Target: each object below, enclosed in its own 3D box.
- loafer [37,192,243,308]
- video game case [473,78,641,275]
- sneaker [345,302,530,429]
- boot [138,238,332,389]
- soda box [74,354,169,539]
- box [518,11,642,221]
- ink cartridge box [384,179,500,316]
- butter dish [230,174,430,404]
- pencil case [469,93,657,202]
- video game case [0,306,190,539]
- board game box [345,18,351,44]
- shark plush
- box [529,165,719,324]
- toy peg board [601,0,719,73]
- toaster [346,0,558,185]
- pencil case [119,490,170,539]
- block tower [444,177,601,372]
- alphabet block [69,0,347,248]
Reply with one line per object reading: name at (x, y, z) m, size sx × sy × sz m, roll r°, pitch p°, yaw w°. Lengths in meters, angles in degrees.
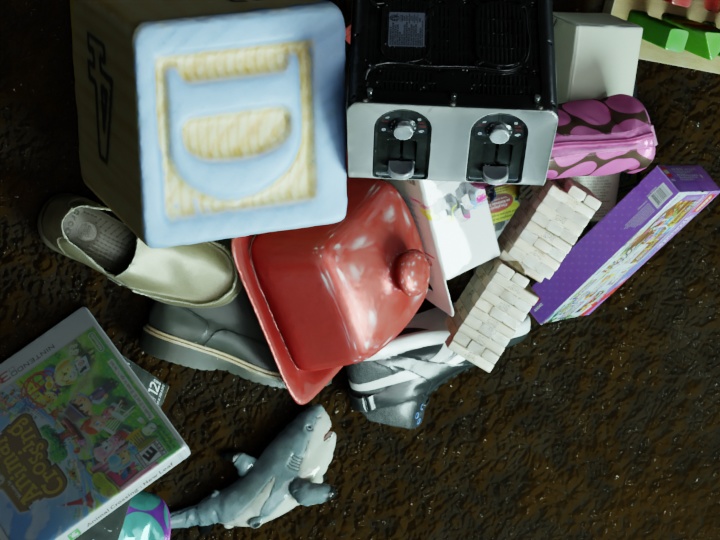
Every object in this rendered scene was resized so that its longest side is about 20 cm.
loafer at (-0.200, -0.013, 1.675) m, size 0.199 × 0.067 × 0.077 m, roll 17°, pitch 93°, yaw -12°
video game case at (0.200, -0.093, 1.892) m, size 0.199 × 0.025 × 0.182 m, roll -16°, pitch 115°, yaw -21°
sneaker at (0.078, 0.101, 1.886) m, size 0.198 × 0.073 × 0.113 m, roll -9°, pitch 116°, yaw -14°
boot at (-0.102, 0.033, 1.769) m, size 0.199 × 0.077 × 0.139 m, roll 13°, pitch 98°, yaw -30°
soda box at (-0.248, 0.181, 1.697) m, size 0.071 × 0.063 × 0.201 m, roll 37°, pitch 53°, yaw -32°
box at (0.218, -0.153, 1.823) m, size 0.082 × 0.068 × 0.202 m, roll -1°, pitch 109°, yaw -26°
ink cartridge box at (0.071, -0.070, 1.785) m, size 0.067 × 0.115 × 0.201 m, roll -24°, pitch 118°, yaw -17°
butter dish at (0.000, 0.000, 1.728) m, size 0.200 × 0.147 × 0.201 m, roll -46°, pitch 125°, yaw -40°
pencil case at (0.187, -0.120, 1.712) m, size 0.199 × 0.093 × 0.092 m, roll -10°, pitch 89°, yaw -33°
video game case at (-0.277, 0.149, 1.658) m, size 0.182 × 0.200 × 0.022 m, roll -35°, pitch 145°, yaw -9°
board game box at (0.080, -0.239, 1.664) m, size 0.103 × 0.020 × 0.200 m, roll 41°, pitch 131°, yaw -15°
shark plush at (-0.113, 0.212, 1.856) m, size 0.199 × 0.091 × 0.084 m, roll -24°, pitch 99°, yaw 7°
box at (0.264, -0.027, 1.857) m, size 0.200 × 0.039 × 0.137 m, roll -45°, pitch 162°, yaw 23°
toy peg board at (0.366, -0.297, 1.852) m, size 0.199 × 0.098 × 0.201 m, roll 6°, pitch 106°, yaw -28°
toaster at (0.075, -0.170, 1.586) m, size 0.179 × 0.201 × 0.119 m, roll 2°, pitch 140°, yaw -1°
pencil case at (-0.282, 0.247, 1.748) m, size 0.199 × 0.093 × 0.085 m, roll 9°, pitch 143°, yaw -29°
block tower at (0.154, -0.003, 1.793) m, size 0.054 × 0.058 × 0.201 m, roll 30°, pitch 101°, yaw -15°
alphabet block at (-0.135, -0.150, 1.608) m, size 0.194 × 0.200 × 0.198 m, roll -7°, pitch 112°, yaw -22°
